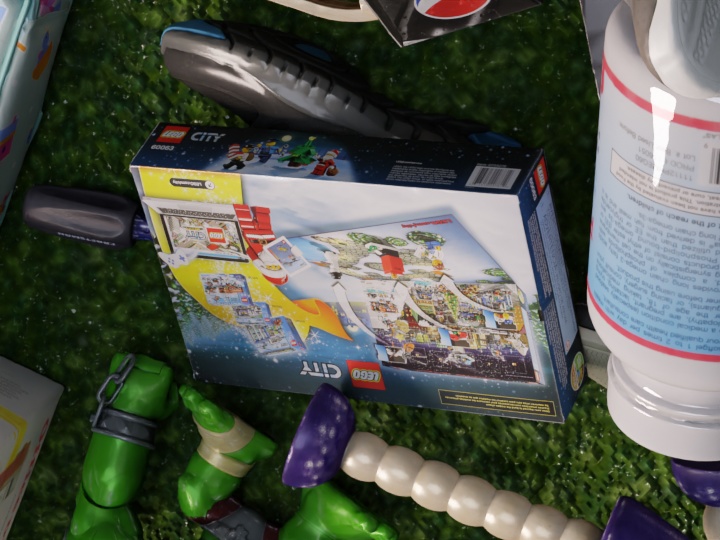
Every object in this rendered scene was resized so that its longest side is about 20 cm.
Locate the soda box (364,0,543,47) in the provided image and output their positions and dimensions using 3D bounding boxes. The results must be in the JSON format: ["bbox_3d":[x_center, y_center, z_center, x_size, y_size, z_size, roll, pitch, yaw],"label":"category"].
[{"bbox_3d":[0.024,-0.201,1.224,0.071,0.063,0.200,-16,61,14],"label":"soda box"}]

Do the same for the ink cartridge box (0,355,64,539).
[{"bbox_3d":[-0.228,0.125,1.393,0.083,0.200,0.145,24,105,3],"label":"ink cartridge box"}]

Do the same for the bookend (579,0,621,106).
[{"bbox_3d":[0.107,-0.146,1.316,0.198,0.092,0.201,-10,100,17],"label":"bookend"}]

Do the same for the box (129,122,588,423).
[{"bbox_3d":[0.000,0.000,1.348,0.199,0.038,0.137,6,132,24],"label":"box"}]

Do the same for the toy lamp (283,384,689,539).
[{"bbox_3d":[0.065,0.112,1.342,0.200,0.058,0.058,22,105,6],"label":"toy lamp"}]

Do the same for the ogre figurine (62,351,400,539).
[{"bbox_3d":[-0.065,0.141,1.416,0.200,0.098,0.120,35,89,-10],"label":"ogre figurine"}]

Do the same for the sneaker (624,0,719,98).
[{"bbox_3d":[0.123,-0.136,1.181,0.082,0.200,0.077,-23,126,28],"label":"sneaker"}]

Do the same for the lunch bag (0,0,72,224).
[{"bbox_3d":[-0.240,-0.100,1.416,0.160,0.077,0.200,23,105,8],"label":"lunch bag"}]

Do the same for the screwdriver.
[{"bbox_3d":[-0.075,-0.012,1.421,0.199,0.028,0.029,15,134,10],"label":"screwdriver"}]

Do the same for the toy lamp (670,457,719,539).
[{"bbox_3d":[0.180,0.189,1.382,0.058,0.058,0.201,1,101,13],"label":"toy lamp"}]

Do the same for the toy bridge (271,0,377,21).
[{"bbox_3d":[0.004,-0.148,1.281,0.199,0.027,0.067,-11,102,18],"label":"toy bridge"}]

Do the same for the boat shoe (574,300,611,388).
[{"bbox_3d":[0.191,0.042,1.356,0.199,0.072,0.068,11,67,18],"label":"boat shoe"}]

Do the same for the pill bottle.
[{"bbox_3d":[0.154,-0.020,1.234,0.108,0.109,0.200,10,125,12],"label":"pill bottle"}]

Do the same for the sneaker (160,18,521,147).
[{"bbox_3d":[-0.015,-0.056,1.373,0.200,0.073,0.082,28,107,8],"label":"sneaker"}]
